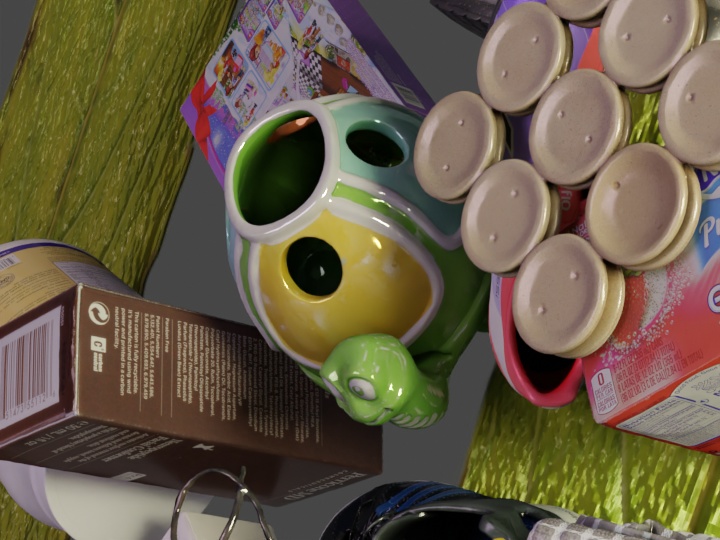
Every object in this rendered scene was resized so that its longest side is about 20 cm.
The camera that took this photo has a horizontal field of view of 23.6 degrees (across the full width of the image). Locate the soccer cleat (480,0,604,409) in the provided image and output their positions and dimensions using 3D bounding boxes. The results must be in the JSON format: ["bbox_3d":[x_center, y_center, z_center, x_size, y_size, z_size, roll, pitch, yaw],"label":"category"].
[{"bbox_3d":[0.089,-0.035,0.785,0.073,0.068,0.201,-92,2,-72],"label":"soccer cleat"}]

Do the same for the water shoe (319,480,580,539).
[{"bbox_3d":[0.028,0.133,0.846,0.200,0.079,0.072,-11,68,50],"label":"water shoe"}]

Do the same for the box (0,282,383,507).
[{"bbox_3d":[-0.093,0.073,0.925,0.100,0.199,0.075,-25,60,46],"label":"box"}]

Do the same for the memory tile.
[{"bbox_3d":[0.106,-0.077,0.704,0.200,0.017,0.154,-53,45,22],"label":"memory tile"}]

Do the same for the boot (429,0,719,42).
[{"bbox_3d":[0.131,-0.167,0.848,0.199,0.070,0.132,14,86,42],"label":"boot"}]

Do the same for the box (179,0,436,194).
[{"bbox_3d":[-0.034,-0.093,1.044,0.137,0.039,0.200,-55,41,22],"label":"box"}]

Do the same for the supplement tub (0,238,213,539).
[{"bbox_3d":[-0.178,0.076,1.078,0.200,0.145,0.146,33,103,52],"label":"supplement tub"}]

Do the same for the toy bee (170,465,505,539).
[{"bbox_3d":[0.014,0.157,0.737,0.131,0.109,0.200,-39,43,14],"label":"toy bee"}]

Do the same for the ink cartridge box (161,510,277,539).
[{"bbox_3d":[-0.072,0.246,0.943,0.117,0.067,0.200,-55,39,24],"label":"ink cartridge box"}]

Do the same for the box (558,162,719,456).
[{"bbox_3d":[0.185,-0.011,0.680,0.200,0.099,0.096,-37,50,40],"label":"box"}]

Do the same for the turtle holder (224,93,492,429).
[{"bbox_3d":[-0.008,-0.002,0.864,0.140,0.132,0.186,-5,58,36],"label":"turtle holder"}]

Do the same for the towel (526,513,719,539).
[{"bbox_3d":[0.124,0.204,0.691,0.165,0.085,0.201,8,84,52],"label":"towel"}]
